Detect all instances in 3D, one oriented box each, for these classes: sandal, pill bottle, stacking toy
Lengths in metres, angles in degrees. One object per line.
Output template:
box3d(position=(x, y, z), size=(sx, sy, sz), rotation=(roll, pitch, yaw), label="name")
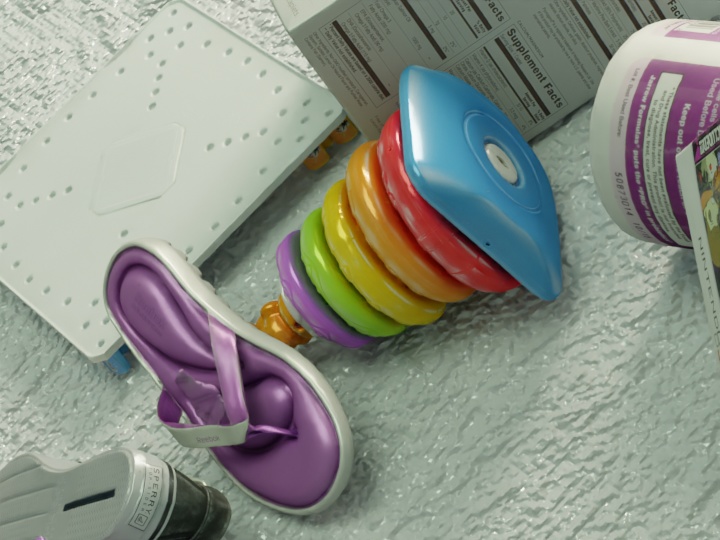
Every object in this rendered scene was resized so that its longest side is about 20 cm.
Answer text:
box3d(position=(-0.080, 0.058, 1.493), size=(0.203, 0.050, 0.083), rotation=(41, 123, 38), label="sandal")
box3d(position=(0.214, -0.056, 1.367), size=(0.200, 0.112, 0.112), rotation=(11, 60, 43), label="pill bottle")
box3d(position=(0.000, 0.000, 1.504), size=(0.200, 0.116, 0.110), rotation=(-37, 31, 24), label="stacking toy")

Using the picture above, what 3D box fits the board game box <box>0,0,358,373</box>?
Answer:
box3d(position=(-0.122, -0.051, 1.685), size=(0.200, 0.026, 0.200), rotation=(-46, 40, -8), label="board game box")

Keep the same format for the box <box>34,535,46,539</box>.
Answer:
box3d(position=(-0.189, 0.228, 1.389), size=(0.200, 0.137, 0.039), rotation=(-35, 39, 6), label="box")

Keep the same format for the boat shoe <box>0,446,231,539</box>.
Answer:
box3d(position=(-0.136, 0.134, 1.491), size=(0.200, 0.071, 0.072), rotation=(-10, 58, 57), label="boat shoe")

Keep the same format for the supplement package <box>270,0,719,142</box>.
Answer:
box3d(position=(0.059, -0.172, 1.562), size=(0.200, 0.151, 0.152), rotation=(-34, 39, 6), label="supplement package")

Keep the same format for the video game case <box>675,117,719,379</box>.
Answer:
box3d(position=(0.189, 0.013, 1.219), size=(0.036, 0.200, 0.182), rotation=(-9, 81, -11), label="video game case")
